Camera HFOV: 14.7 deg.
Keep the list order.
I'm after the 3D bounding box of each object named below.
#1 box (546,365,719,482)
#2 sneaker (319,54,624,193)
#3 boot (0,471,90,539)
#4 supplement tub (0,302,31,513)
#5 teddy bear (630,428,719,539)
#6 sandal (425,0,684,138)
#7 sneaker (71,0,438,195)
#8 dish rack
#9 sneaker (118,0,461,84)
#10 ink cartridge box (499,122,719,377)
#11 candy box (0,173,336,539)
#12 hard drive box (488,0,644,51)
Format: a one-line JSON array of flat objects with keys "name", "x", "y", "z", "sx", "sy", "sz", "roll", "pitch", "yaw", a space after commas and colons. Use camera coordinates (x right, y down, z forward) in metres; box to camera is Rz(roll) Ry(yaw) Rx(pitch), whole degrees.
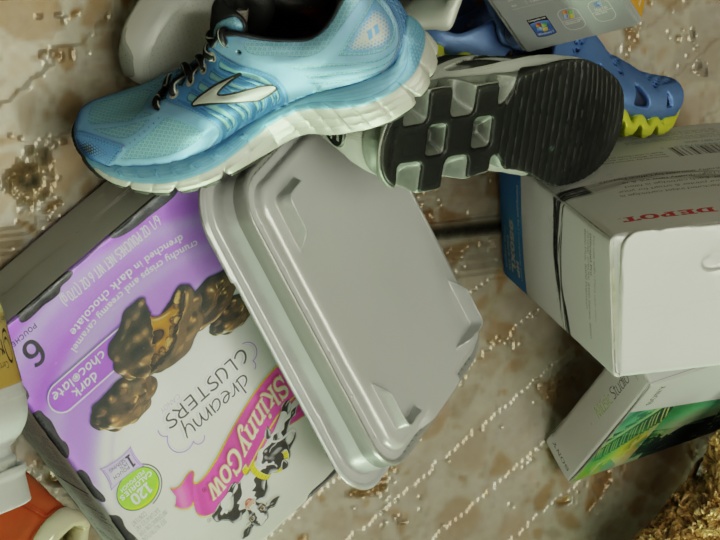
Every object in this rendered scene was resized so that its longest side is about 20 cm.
[{"name": "box", "x": 0.223, "y": 0.058, "z": 1.672, "sx": 0.199, "sy": 0.144, "sz": 0.037, "roll": -16, "pitch": 68, "yaw": -24}, {"name": "sneaker", "x": 0.058, "y": -0.090, "z": 1.525, "sx": 0.199, "sy": 0.088, "sz": 0.075, "roll": -3, "pitch": 110, "yaw": -42}, {"name": "boot", "x": -0.217, "y": 0.195, "z": 1.470, "sx": 0.201, "sy": 0.107, "sz": 0.075, "roll": -65, "pitch": 157, "yaw": 0}, {"name": "supplement tub", "x": -0.246, "y": 0.034, "z": 1.386, "sx": 0.144, "sy": 0.144, "sz": 0.201, "roll": -16, "pitch": 92, "yaw": -25}, {"name": "teddy bear", "x": 0.208, "y": 0.163, "z": 1.687, "sx": 0.067, "sy": 0.145, "sz": 0.200, "roll": 38, "pitch": 86, "yaw": 15}, {"name": "sandal", "x": 0.105, "y": -0.128, "z": 1.607, "sx": 0.199, "sy": 0.079, "sz": 0.088, "roll": 14, "pitch": 89, "yaw": -31}, {"name": "sneaker", "x": -0.064, "y": -0.108, "z": 1.444, "sx": 0.199, "sy": 0.079, "sz": 0.090, "roll": -19, "pitch": 127, "yaw": 17}, {"name": "dish rack", "x": 0.000, "y": 0.000, "z": 1.532, "sx": 0.201, "sy": 0.043, "sz": 0.172, "roll": 63, "pitch": 33, "yaw": -17}, {"name": "sneaker", "x": -0.035, "y": -0.142, "z": 1.516, "sx": 0.199, "sy": 0.080, "sz": 0.071, "roll": -22, "pitch": 137, "yaw": -20}, {"name": "ink cartridge box", "x": 0.175, "y": -0.015, "z": 1.576, "sx": 0.144, "sy": 0.200, "sz": 0.085, "roll": -7, "pitch": 108, "yaw": -13}, {"name": "candy box", "x": -0.101, "y": 0.055, "z": 1.531, "sx": 0.168, "sy": 0.071, "sz": 0.200, "roll": -42, "pitch": 116, "yaw": -16}, {"name": "hard drive box", "x": 0.087, "y": -0.245, "z": 1.511, "sx": 0.200, "sy": 0.076, "sz": 0.157, "roll": 49, "pitch": 41, "yaw": -39}]
